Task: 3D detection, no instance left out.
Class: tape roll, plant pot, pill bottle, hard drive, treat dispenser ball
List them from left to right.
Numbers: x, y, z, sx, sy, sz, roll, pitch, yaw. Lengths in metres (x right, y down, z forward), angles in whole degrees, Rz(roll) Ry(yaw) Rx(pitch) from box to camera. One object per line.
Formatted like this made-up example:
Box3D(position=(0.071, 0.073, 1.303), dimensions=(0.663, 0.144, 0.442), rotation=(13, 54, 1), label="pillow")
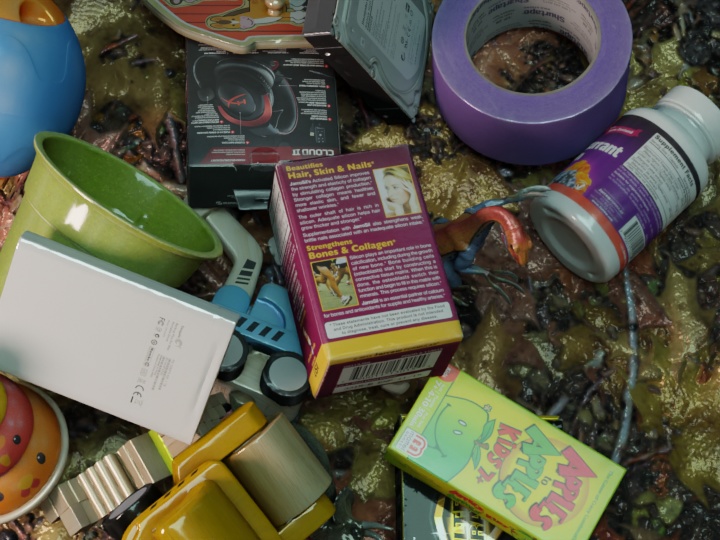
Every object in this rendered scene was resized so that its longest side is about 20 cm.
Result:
Box3D(position=(-0.361, -0.184, 1.716), dimensions=(0.200, 0.201, 0.201), rotation=(2, 72, -5), label="treat dispenser ball")
Box3D(position=(-0.260, 0.005, 1.670), dimensions=(0.200, 0.200, 0.190), rotation=(35, 102, 6), label="plant pot")
Box3D(position=(-0.220, 0.060, 1.585), dimensions=(0.200, 0.026, 0.132), rotation=(22, 114, -1), label="hard drive")
Box3D(position=(0.012, -0.247, 1.780), dimensions=(0.038, 0.200, 0.140), rotation=(-1, 68, 27), label="hard drive")
Box3D(position=(0.171, -0.212, 1.819), dimensions=(0.200, 0.085, 0.200), rotation=(-2, 65, 3), label="tape roll")
Box3D(position=(0.273, -0.091, 1.796), dimensions=(0.200, 0.111, 0.111), rotation=(-42, 81, -17), label="pill bottle")

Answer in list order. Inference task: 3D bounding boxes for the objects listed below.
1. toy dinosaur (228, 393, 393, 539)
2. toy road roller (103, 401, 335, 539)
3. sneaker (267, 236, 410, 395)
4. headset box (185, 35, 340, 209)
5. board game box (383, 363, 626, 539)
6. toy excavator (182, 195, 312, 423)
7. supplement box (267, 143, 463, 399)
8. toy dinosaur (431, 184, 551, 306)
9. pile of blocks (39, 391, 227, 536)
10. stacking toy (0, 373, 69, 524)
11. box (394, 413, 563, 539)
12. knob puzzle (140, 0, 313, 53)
Box3D(position=(-0.064, 0.194, 1.685), dimensions=(0.102, 0.077, 0.200), rotation=(-31, 92, -17), label="toy dinosaur")
Box3D(position=(-0.114, 0.214, 1.558), dimensions=(0.200, 0.146, 0.123), rotation=(-39, 97, -14), label="toy road roller")
Box3D(position=(-0.007, 0.029, 1.740), dimensions=(0.082, 0.075, 0.200), rotation=(-36, 78, 3), label="sneaker")
Box3D(position=(-0.097, -0.145, 1.772), dimensions=(0.148, 0.075, 0.200), rotation=(-1, 58, -6), label="headset box")
Box3D(position=(0.133, 0.179, 1.679), dimensions=(0.200, 0.048, 0.102), rotation=(31, 71, 5), label="board game box")
Box3D(position=(-0.111, 0.035, 1.739), dimensions=(0.194, 0.100, 0.200), rotation=(21, 58, 2), label="toy excavator")
Box3D(position=(0.000, 0.000, 1.652), dimensions=(0.131, 0.103, 0.200), rotation=(-9, 68, -13), label="supplement box")
Box3D(position=(0.092, -0.014, 1.716), dimensions=(0.200, 0.182, 0.105), rotation=(-9, 74, -8), label="toy dinosaur")
Box3D(position=(-0.199, 0.190, 1.673), dimensions=(0.200, 0.082, 0.062), rotation=(-32, 79, 10), label="pile of blocks")
Box3D(position=(-0.355, 0.130, 1.606), dimensions=(0.146, 0.200, 0.146), rotation=(-5, 60, 9), label="stacking toy")
Box3D(position=(0.114, 0.238, 1.709), dimensions=(0.159, 0.049, 0.200), rotation=(2, 72, -7), label="box")
Box3D(position=(-0.123, -0.286, 1.813), dimensions=(0.219, 0.030, 0.220), rotation=(2, 43, -2), label="knob puzzle")
